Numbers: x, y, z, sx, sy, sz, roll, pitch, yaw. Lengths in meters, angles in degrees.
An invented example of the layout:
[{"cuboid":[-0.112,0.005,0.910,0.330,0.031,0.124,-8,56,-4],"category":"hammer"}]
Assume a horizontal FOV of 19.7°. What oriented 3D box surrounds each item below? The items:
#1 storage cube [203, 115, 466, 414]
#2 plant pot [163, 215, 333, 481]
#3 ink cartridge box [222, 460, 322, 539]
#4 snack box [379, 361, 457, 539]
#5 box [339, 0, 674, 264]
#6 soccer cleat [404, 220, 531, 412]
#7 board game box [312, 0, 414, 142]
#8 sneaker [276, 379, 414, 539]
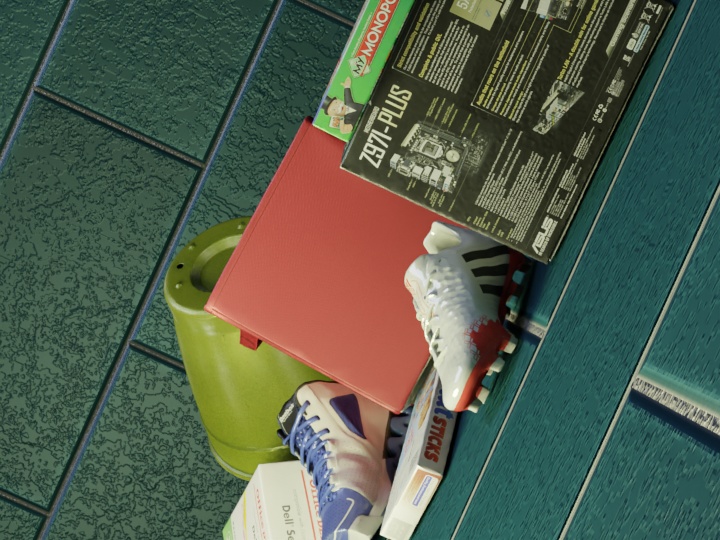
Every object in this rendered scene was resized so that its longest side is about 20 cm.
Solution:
[{"cuboid":[0.000,0.000,1.704,0.201,0.179,0.171,-62,-5,1],"category":"storage cube"},{"cuboid":[-0.088,0.059,1.938,0.193,0.199,0.201,64,-145,-39],"category":"plant pot"},{"cuboid":[-0.065,0.245,1.864,0.200,0.067,0.118,118,144,-57],"category":"ink cartridge box"},{"cuboid":[0.053,0.122,1.581,0.200,0.024,0.072,-71,5,-59],"category":"snack box"},{"cuboid":[0.099,-0.132,1.439,0.086,0.163,0.201,-80,15,-78],"category":"box"},{"cuboid":[0.067,0.030,1.464,0.200,0.085,0.069,-70,5,-57],"category":"soccer cleat"},{"cuboid":[0.010,-0.164,1.431,0.200,0.029,0.135,-88,23,-81],"category":"board game box"},{"cuboid":[-0.023,0.161,1.756,0.200,0.115,0.081,-69,4,-50],"category":"sneaker"}]
